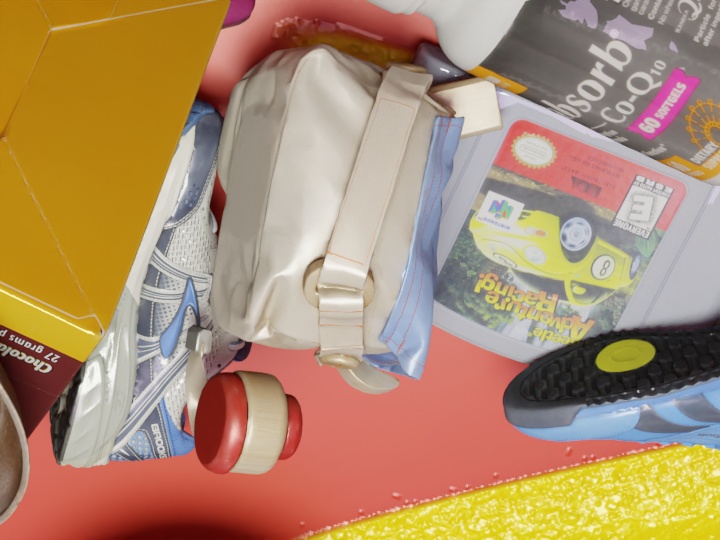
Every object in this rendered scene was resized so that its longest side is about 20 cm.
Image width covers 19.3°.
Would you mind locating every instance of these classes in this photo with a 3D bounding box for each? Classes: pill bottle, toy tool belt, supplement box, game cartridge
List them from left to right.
[{"bbox_3d":[-0.177,-0.025,0.916,0.133,0.197,0.200,27,140,-13],"label":"supplement box"},{"bbox_3d":[0.000,0.000,0.970,0.123,0.125,0.200,8,92,-24],"label":"toy tool belt"},{"bbox_3d":[0.096,-0.019,1.052,0.200,0.041,0.133,20,116,-10],"label":"game cartridge"},{"bbox_3d":[0.104,-0.127,0.958,0.200,0.116,0.116,23,112,-11],"label":"pill bottle"}]

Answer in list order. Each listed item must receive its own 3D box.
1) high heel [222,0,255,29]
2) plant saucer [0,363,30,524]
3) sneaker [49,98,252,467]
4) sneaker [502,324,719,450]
[{"bbox_3d":[-0.137,-0.172,0.954,0.200,0.067,0.096,15,124,-5],"label":"high heel"},{"bbox_3d":[-0.218,0.038,0.824,0.200,0.032,0.200,12,139,10],"label":"plant saucer"},{"bbox_3d":[-0.092,0.008,1.046,0.085,0.077,0.200,9,115,-22],"label":"sneaker"},{"bbox_3d":[0.172,0.067,1.040,0.200,0.066,0.079,-12,119,3],"label":"sneaker"}]
